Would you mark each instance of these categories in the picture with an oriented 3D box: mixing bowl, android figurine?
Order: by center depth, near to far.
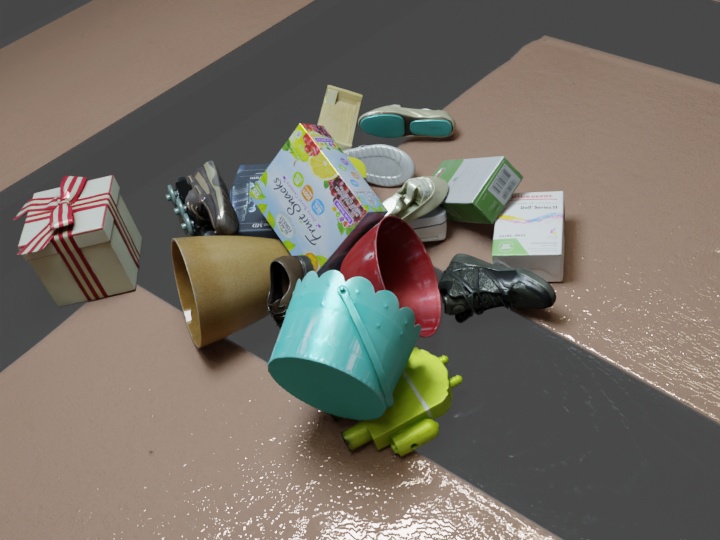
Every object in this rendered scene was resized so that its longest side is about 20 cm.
[{"bbox_3d":[0.054,0.188,1.218,0.199,0.041,0.182,-27,43,-9],"label":"android figurine"},{"bbox_3d":[0.035,0.024,1.308,0.108,0.200,0.201,-20,38,27],"label":"mixing bowl"}]

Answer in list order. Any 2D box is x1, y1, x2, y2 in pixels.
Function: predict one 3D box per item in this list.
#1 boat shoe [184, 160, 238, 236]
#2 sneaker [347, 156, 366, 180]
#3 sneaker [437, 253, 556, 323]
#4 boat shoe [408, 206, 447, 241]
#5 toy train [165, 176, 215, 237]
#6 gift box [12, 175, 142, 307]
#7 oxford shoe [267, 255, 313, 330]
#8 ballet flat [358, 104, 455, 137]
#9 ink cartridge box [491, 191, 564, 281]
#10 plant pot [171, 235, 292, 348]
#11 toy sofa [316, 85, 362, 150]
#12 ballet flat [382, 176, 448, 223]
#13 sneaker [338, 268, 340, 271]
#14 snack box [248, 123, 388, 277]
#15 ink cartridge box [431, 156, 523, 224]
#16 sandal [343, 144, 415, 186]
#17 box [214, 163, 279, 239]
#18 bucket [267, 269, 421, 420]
[{"bbox_3d":[-0.269,-0.118,1.457,0.073,0.075,0.200,-26,38,0],"label":"boat shoe"},{"bbox_3d":[-0.022,-0.113,1.541,0.074,0.082,0.201,9,60,-13],"label":"sneaker"},{"bbox_3d":[0.207,0.044,1.306,0.199,0.076,0.114,17,53,34],"label":"sneaker"},{"bbox_3d":[0.058,-0.066,1.462,0.199,0.066,0.074,-6,28,3],"label":"boat shoe"},{"bbox_3d":[-0.309,-0.098,1.566,0.085,0.114,0.200,-21,44,-15],"label":"toy train"},{"bbox_3d":[-0.536,-0.055,1.531,0.199,0.187,0.185,-15,42,-2],"label":"gift box"},{"bbox_3d":[-0.114,0.075,1.302,0.072,0.084,0.201,-19,77,39],"label":"oxford shoe"},{"bbox_3d":[0.096,-0.311,1.693,0.199,0.070,0.070,5,44,1],"label":"ballet flat"},{"bbox_3d":[0.292,-0.073,1.407,0.116,0.068,0.201,-1,44,16],"label":"ink cartridge box"},{"bbox_3d":[-0.201,0.018,1.391,0.199,0.187,0.187,-13,40,-20],"label":"plant pot"},{"bbox_3d":[-0.054,-0.294,1.738,0.082,0.098,0.201,14,45,-5],"label":"toy sofa"},{"bbox_3d":[0.079,-0.117,1.406,0.200,0.070,0.069,-40,48,-24],"label":"ballet flat"},{"bbox_3d":[0.000,0.000,1.421,0.199,0.076,0.091,-16,54,4],"label":"sneaker"},{"bbox_3d":[-0.073,-0.112,1.355,0.068,0.169,0.200,-6,56,-52],"label":"snack box"},{"bbox_3d":[0.191,-0.145,1.472,0.104,0.059,0.200,-55,24,-11],"label":"ink cartridge box"},{"bbox_3d":[0.016,-0.215,1.635,0.202,0.083,0.050,5,21,19],"label":"sandal"},{"bbox_3d":[-0.169,-0.102,1.537,0.148,0.107,0.201,-2,45,12],"label":"box"},{"bbox_3d":[-0.025,0.111,1.157,0.206,0.207,0.135,9,59,23],"label":"bucket"}]
